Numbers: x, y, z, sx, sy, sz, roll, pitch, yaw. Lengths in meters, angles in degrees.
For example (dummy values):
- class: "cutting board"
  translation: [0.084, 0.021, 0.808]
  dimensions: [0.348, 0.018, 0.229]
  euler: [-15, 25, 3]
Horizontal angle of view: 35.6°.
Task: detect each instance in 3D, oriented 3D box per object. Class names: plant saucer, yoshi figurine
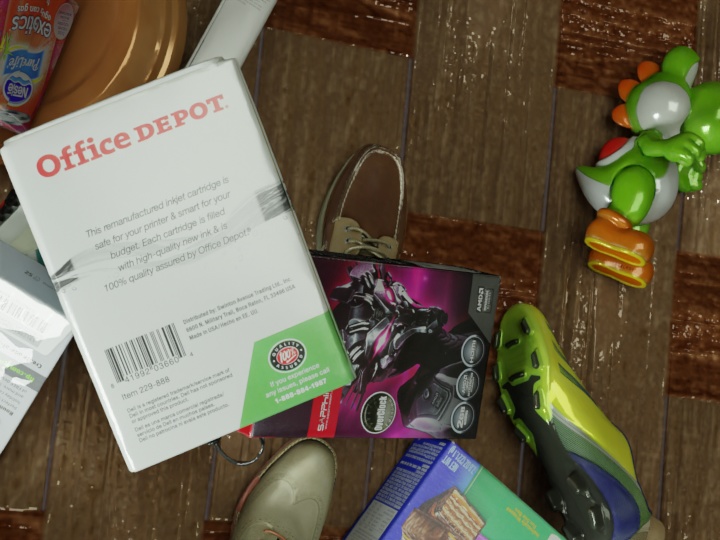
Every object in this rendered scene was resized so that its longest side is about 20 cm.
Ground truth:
- class: "plant saucer"
  translation: [-0.218, -0.169, 0.776]
  dimensions: [0.196, 0.037, 0.204]
  euler: [-2, 79, 12]
- class: "yoshi figurine"
  translation: [0.262, -0.088, 0.931]
  dimensions: [0.111, 0.112, 0.203]
  euler: [30, 75, -28]

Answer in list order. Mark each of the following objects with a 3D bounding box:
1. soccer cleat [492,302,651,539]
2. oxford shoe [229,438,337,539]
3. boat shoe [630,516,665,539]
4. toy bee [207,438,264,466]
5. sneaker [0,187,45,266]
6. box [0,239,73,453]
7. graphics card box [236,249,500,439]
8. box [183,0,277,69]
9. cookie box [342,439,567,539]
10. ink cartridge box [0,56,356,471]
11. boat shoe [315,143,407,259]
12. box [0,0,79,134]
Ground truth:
- class: "soccer cleat"
  translation: [0.167, 0.120, 0.892]
  dimensions: [0.083, 0.065, 0.203]
  euler: [-6, 65, -36]
- class: "oxford shoe"
  translation: [-0.068, 0.216, 0.818]
  dimensions: [0.070, 0.074, 0.202]
  euler: [29, 78, -12]
- class: "boat shoe"
  translation: [0.193, 0.286, 0.892]
  dimensions: [0.064, 0.071, 0.203]
  euler: [25, 78, -12]
- class: "toy bee"
  translation: [-0.125, 0.035, 0.787]
  dimensions: [0.131, 0.108, 0.201]
  euler: [-41, 75, 19]
- class: "sneaker"
  translation: [-0.218, -0.006, 0.762]
  dimensions: [0.199, 0.071, 0.093]
  euler: [-39, 117, 19]
- class: "box"
  translation: [-0.288, 0.058, 0.727]
  dimensions: [0.155, 0.041, 0.201]
  euler: [31, 113, -11]
- class: "graphics card box"
  translation: [0.004, 0.053, 0.794]
  dimensions: [0.197, 0.051, 0.128]
  euler: [7, 94, -35]
- class: "box"
  translation: [-0.084, -0.192, 0.809]
  dimensions: [0.036, 0.144, 0.202]
  euler: [30, 78, -13]
- class: "cookie box"
  translation: [0.060, 0.258, 0.853]
  dimensions: [0.171, 0.075, 0.201]
  euler: [40, 77, -11]
- class: "ink cartridge box"
  translation: [-0.105, -0.007, 0.670]
  dimensions: [0.144, 0.084, 0.203]
  euler: [-20, 98, -4]
- class: "boat shoe"
  translation: [0.000, 0.000, 0.856]
  dimensions: [0.074, 0.072, 0.204]
  euler: [14, 82, -15]
- class: "box"
  translation: [-0.299, -0.172, 0.726]
  dimensions: [0.197, 0.095, 0.101]
  euler: [19, 83, 15]
